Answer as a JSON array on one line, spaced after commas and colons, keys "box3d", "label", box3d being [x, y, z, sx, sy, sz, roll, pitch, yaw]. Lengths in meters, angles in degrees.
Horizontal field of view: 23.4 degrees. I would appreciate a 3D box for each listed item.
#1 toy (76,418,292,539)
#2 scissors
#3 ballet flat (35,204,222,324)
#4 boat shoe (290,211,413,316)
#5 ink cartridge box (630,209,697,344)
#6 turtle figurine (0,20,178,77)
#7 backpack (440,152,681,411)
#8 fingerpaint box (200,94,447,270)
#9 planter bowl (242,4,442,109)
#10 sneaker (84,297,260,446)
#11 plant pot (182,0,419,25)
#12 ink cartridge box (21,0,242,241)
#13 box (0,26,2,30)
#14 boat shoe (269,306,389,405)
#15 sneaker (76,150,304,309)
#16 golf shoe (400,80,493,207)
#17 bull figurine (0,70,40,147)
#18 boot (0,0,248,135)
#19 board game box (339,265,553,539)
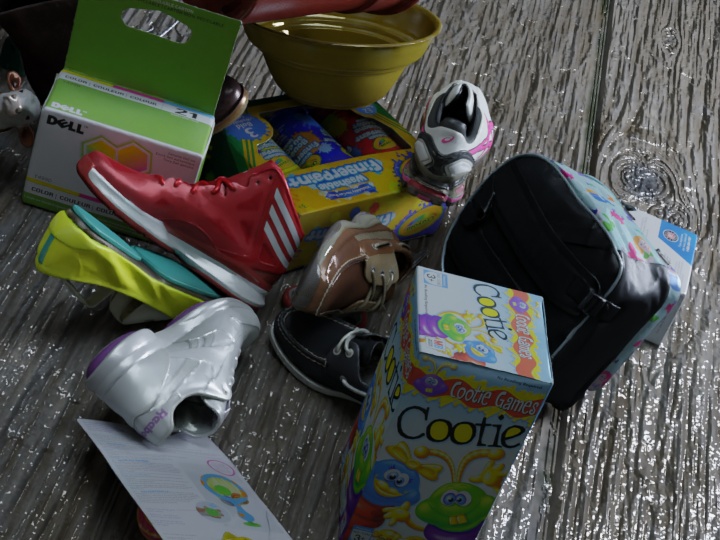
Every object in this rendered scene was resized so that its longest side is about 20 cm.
[{"box3d": [-0.125, 0.177, 1.258, 0.115, 0.047, 0.200, 12, 15, -36], "label": "toy"}, {"box3d": [0.013, 0.023, 1.572, 0.199, 0.014, 0.073, -16, 47, -42], "label": "scissors"}, {"box3d": [-0.194, 0.008, 1.426, 0.067, 0.067, 0.200, 40, 5, 36], "label": "ballet flat"}, {"box3d": [0.000, 0.000, 1.497, 0.072, 0.076, 0.200, 31, 23, 8], "label": "boat shoe"}, {"box3d": [0.218, -0.020, 1.683, 0.199, 0.067, 0.116, 23, 35, 3], "label": "ink cartridge box"}, {"box3d": [-0.283, -0.265, 1.728, 0.199, 0.101, 0.150, -26, 50, -36], "label": "turtle figurine"}, {"box3d": [0.171, 0.002, 1.540, 0.150, 0.178, 0.200, 13, 32, -46], "label": "backpack"}, {"box3d": [-0.037, -0.094, 1.643, 0.199, 0.074, 0.167, -14, 48, -39], "label": "fingerpaint box"}, {"box3d": [-0.025, -0.207, 1.661, 0.199, 0.084, 0.201, 5, 25, -2], "label": "planter bowl"}, {"box3d": [-0.132, 0.085, 1.368, 0.100, 0.075, 0.200, 47, 31, 10], "label": "sneaker"}, {"box3d": [-0.062, -0.308, 1.548, 0.195, 0.201, 0.201, -21, 53, -38], "label": "plant pot"}, {"box3d": [-0.200, -0.137, 1.509, 0.147, 0.201, 0.076, 17, 36, -5], "label": "ink cartridge box"}, {"box3d": [-0.372, -0.253, 1.569, 0.099, 0.075, 0.200, 8, 34, 10], "label": "box"}, {"box3d": [0.010, 0.082, 1.443, 0.200, 0.060, 0.074, 37, 55, 20], "label": "boat shoe"}, {"box3d": [-0.135, -0.067, 1.482, 0.200, 0.116, 0.078, 36, 1, -18], "label": "sneaker"}, {"box3d": [0.095, -0.139, 1.636, 0.072, 0.092, 0.200, 22, 31, -1], "label": "golf shoe"}, {"box3d": [-0.371, -0.153, 1.537, 0.121, 0.066, 0.200, -12, 27, -37], "label": "bull figurine"}, {"box3d": [-0.214, -0.186, 1.550, 0.199, 0.167, 0.073, -2, 53, 19], "label": "boot"}, {"box3d": [0.060, 0.114, 1.315, 0.102, 0.201, 0.105, 14, 36, -10], "label": "board game box"}]
